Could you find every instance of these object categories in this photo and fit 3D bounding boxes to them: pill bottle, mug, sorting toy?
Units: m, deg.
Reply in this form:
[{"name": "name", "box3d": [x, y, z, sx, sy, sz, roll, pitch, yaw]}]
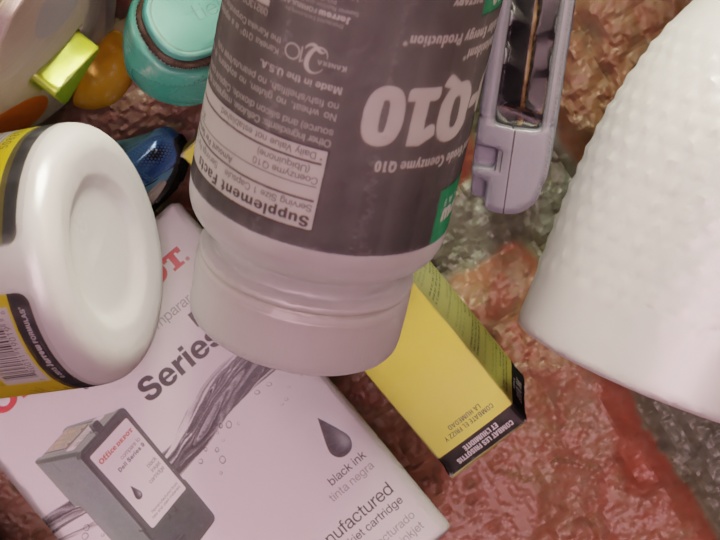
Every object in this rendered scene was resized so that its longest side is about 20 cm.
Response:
[{"name": "pill bottle", "box3d": [-0.195, 0.004, 0.899, 0.199, 0.112, 0.113, -8, 104, 20]}, {"name": "pill bottle", "box3d": [-0.009, -0.065, 0.862, 0.113, 0.113, 0.201, 13, 118, 0]}, {"name": "mug", "box3d": [0.190, -0.026, 0.941, 0.199, 0.148, 0.176, 16, 99, -32]}, {"name": "sorting toy", "box3d": [-0.142, -0.149, 0.877, 0.106, 0.180, 0.201, 5, 86, -8]}]

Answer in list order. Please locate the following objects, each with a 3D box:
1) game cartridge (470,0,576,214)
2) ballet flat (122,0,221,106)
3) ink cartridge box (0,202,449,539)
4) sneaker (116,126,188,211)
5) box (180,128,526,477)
[{"name": "game cartridge", "box3d": [0.081, -0.138, 0.910, 0.041, 0.133, 0.201, 10, 109, 9]}, {"name": "ballet flat", "box3d": [-0.024, -0.129, 0.946, 0.199, 0.070, 0.068, -24, 83, -25]}, {"name": "ink cartridge box", "box3d": [-0.078, 0.089, 0.977, 0.146, 0.084, 0.200, -41, 91, -4]}, {"name": "sneaker", "box3d": [-0.180, -0.046, 0.982, 0.199, 0.078, 0.090, -10, 100, 5]}, {"name": "box", "box3d": [0.000, 0.000, 0.983, 0.050, 0.075, 0.200, -37, 100, 12]}]
